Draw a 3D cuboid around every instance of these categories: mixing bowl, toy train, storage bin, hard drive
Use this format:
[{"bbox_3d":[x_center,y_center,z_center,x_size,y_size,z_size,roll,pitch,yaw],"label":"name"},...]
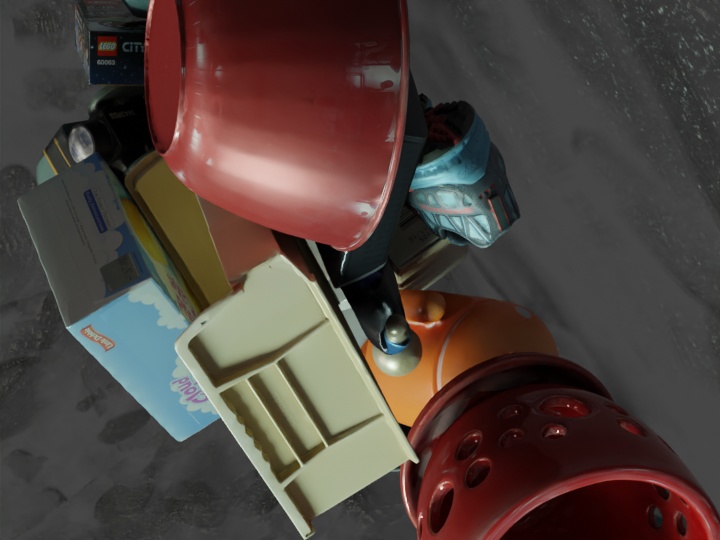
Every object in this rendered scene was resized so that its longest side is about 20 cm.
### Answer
[{"bbox_3d":[-0.058,-0.111,0.763,0.200,0.107,0.204,179,90,-71],"label":"mixing bowl"},{"bbox_3d":[-0.149,-0.092,1.042,0.199,0.114,0.086,-20,-107,-50],"label":"toy train"},{"bbox_3d":[-0.064,0.028,0.916,0.200,0.093,0.201,61,-179,-36],"label":"storage bin"},{"bbox_3d":[-0.012,-0.103,0.854,0.136,0.042,0.201,108,153,-42],"label":"hard drive"}]

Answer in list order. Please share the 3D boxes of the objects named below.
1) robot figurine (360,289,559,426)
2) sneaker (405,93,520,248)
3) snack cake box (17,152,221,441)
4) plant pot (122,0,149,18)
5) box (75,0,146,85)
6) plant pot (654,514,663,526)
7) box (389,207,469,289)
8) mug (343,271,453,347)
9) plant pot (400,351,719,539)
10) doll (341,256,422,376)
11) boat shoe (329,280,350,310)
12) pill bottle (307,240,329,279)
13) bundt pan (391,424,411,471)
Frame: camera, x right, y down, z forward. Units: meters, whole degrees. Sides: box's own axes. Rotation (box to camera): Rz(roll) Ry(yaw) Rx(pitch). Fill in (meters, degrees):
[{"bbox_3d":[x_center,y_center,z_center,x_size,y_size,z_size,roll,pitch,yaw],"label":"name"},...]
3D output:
[{"bbox_3d":[0.083,0.078,1.127,0.199,0.115,0.146,6,105,55],"label":"robot figurine"},{"bbox_3d":[0.047,-0.054,0.913,0.096,0.079,0.200,53,177,-14],"label":"sneaker"},{"bbox_3d":[-0.155,0.024,0.979,0.116,0.067,0.201,60,179,31],"label":"snack cake box"},{"bbox_3d":[-0.126,-0.250,0.944,0.201,0.134,0.200,55,177,4],"label":"plant pot"},{"bbox_3d":[-0.103,-0.165,1.006,0.137,0.197,0.038,-128,40,-65],"label":"box"},{"bbox_3d":[0.225,0.309,1.093,0.202,0.194,0.196,63,179,15],"label":"plant pot"},{"bbox_3d":[0.037,-0.041,1.144,0.095,0.077,0.200,54,176,10],"label":"box"},{"bbox_3d":[-0.002,0.011,1.365,0.187,0.152,0.150,47,-166,-35],"label":"mug"},{"bbox_3d":[0.130,0.174,0.978,0.201,0.199,0.183,56,-178,-28],"label":"plant pot"},{"bbox_3d":[0.000,0.000,1.017,0.201,0.048,0.137,61,-179,-35],"label":"doll"},{"bbox_3d":[-0.032,0.002,1.233,0.063,0.072,0.199,22,176,-29],"label":"boat shoe"},{"bbox_3d":[-0.107,-0.030,1.197,0.115,0.114,0.199,56,157,-19],"label":"pill bottle"},{"bbox_3d":[0.075,0.119,1.327,0.202,0.199,0.077,60,-164,-58],"label":"bundt pan"}]
